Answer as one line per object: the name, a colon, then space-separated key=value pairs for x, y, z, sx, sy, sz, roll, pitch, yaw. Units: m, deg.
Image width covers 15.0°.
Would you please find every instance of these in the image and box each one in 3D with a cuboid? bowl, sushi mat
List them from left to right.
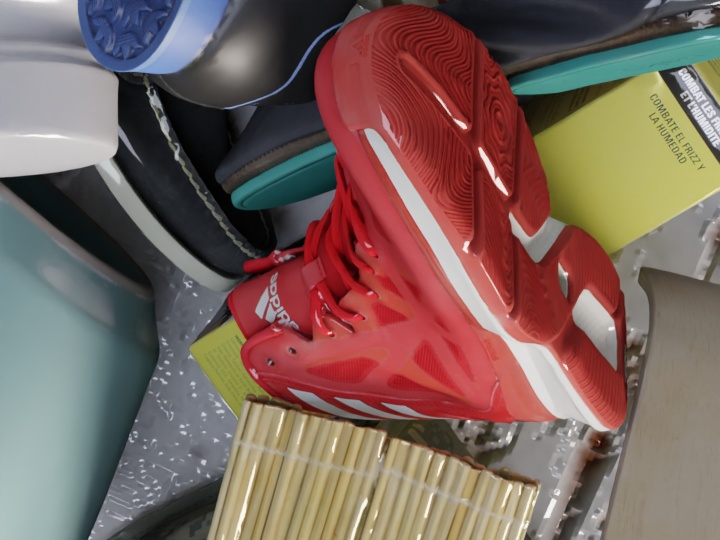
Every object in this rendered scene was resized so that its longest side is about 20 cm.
bowl: x=-0.145 y=0.010 z=0.921 sx=0.201 sy=0.201 sz=0.105 roll=40 pitch=92 yaw=-1
sushi mat: x=-0.014 y=0.136 z=0.883 sx=0.096 sy=0.012 sz=0.200 roll=19 pitch=115 yaw=5

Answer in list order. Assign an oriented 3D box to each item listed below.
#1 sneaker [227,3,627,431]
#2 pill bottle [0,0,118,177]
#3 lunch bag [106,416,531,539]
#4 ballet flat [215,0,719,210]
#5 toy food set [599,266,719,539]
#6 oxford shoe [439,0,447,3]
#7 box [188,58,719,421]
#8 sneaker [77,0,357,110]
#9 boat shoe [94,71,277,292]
sneaker: x=0.000 y=0.000 z=0.807 sx=0.115 sy=0.078 sz=0.200 roll=-9 pitch=145 yaw=20
pill bottle: x=-0.119 y=-0.132 z=0.827 sx=0.112 sy=0.112 sz=0.200 roll=-4 pitch=84 yaw=15
lunch bag: x=-0.025 y=0.159 z=0.966 sx=0.200 sy=0.118 sz=0.164 roll=-29 pitch=103 yaw=27
ballet flat: x=0.035 y=-0.075 z=0.828 sx=0.200 sy=0.073 sz=0.073 roll=-18 pitch=103 yaw=34
toy food set: x=0.135 y=0.110 z=0.895 sx=0.143 sy=0.060 sz=0.200 roll=15 pitch=85 yaw=-11
oxford shoe: x=0.046 y=-0.105 z=0.885 sx=0.071 sy=0.073 sz=0.200 roll=47 pitch=123 yaw=-7
box: x=0.041 y=-0.015 z=0.912 sx=0.200 sy=0.075 sz=0.050 roll=-30 pitch=101 yaw=20
sneaker: x=-0.011 y=-0.141 z=0.782 sx=0.070 sy=0.078 sz=0.200 roll=36 pitch=106 yaw=42
boat shoe: x=-0.071 y=-0.088 z=0.917 sx=0.068 sy=0.072 sz=0.200 roll=-20 pitch=99 yaw=19
